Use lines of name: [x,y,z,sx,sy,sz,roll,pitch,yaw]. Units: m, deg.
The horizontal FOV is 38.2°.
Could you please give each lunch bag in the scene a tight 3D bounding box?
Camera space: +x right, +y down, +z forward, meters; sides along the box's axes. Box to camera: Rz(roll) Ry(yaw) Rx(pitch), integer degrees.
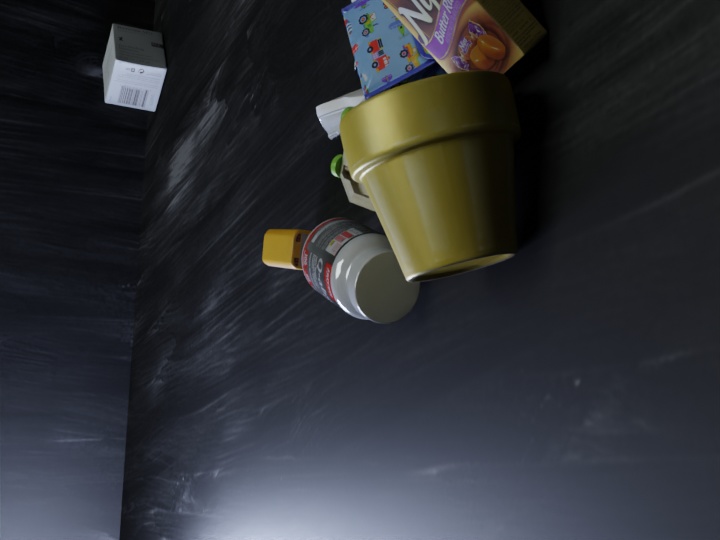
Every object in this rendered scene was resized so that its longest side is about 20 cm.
lunch bag: [0.089,-0.308,1.306,0.199,0.094,0.153,-31,57,28]

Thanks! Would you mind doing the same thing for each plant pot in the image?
plant pot: [0.091,-0.095,1.149,0.200,0.198,0.192,-28,74,63]

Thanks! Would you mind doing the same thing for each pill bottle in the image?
pill bottle: [0.000,0.000,1.415,0.200,0.114,0.118,-150,69,-66]

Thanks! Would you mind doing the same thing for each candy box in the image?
candy box: [0.102,-0.301,1.171,0.056,0.200,0.117,-44,3,-30]

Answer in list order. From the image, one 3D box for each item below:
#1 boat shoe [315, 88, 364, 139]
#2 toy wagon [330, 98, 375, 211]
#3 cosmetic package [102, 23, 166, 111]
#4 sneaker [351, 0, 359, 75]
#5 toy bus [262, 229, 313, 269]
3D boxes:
boat shoe: [-0.002,-0.232,1.557,0.199,0.071,0.070,-5,110,54]
toy wagon: [0.032,-0.185,1.436,0.154,0.039,0.204,23,106,44]
cosmetic package: [-0.703,-0.630,3.227,0.202,0.162,0.166,-107,33,-42]
sneaker: [0.021,-0.337,1.492,0.117,0.079,0.200,-65,29,18]
toy bus: [-0.095,-0.034,1.701,0.199,0.077,0.066,-173,90,-68]
